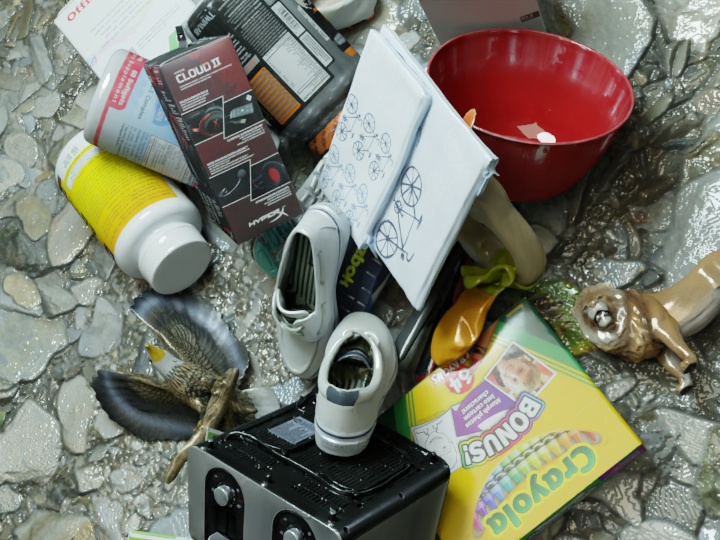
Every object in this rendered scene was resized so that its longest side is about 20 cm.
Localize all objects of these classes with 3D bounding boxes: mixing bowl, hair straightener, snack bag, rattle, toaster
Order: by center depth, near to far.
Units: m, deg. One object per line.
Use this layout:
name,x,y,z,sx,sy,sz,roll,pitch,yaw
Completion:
toaster,-0.033,0.203,0.921,0.180,0.199,0.120,22,114,32
rattle,0.078,-0.032,0.935,0.142,0.200,0.131,-33,51,0
snack bag,0.033,-0.088,0.936,0.201,0.021,0.190,56,139,33
mixing bowl,0.157,-0.138,1.006,0.198,0.109,0.201,2,42,-2
hair straightener,0.073,0.007,1.035,0.076,0.041,0.202,27,83,-15

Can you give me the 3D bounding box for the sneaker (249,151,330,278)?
sneaker,-0.048,-0.073,1.108,0.200,0.091,0.078,-41,104,-17

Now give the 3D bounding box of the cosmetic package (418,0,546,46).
cosmetic package,0.115,-0.290,1.041,0.112,0.200,0.082,-19,67,15

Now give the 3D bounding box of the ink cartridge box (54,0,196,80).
ink cartridge box,-0.256,-0.278,1.248,0.145,0.087,0.200,-43,65,3

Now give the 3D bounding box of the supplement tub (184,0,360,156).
supplement tub,-0.080,-0.227,1.104,0.122,0.123,0.200,-43,99,3

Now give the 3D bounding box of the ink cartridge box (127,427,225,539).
ink cartridge box,-0.154,0.263,1.003,0.075,0.148,0.202,-1,72,25

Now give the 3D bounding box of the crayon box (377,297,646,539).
crayon box,0.134,0.158,0.971,0.200,0.058,0.173,-40,64,6

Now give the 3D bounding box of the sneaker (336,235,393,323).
sneaker,0.000,0.000,1.073,0.074,0.082,0.201,38,109,10

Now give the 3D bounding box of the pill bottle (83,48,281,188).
pill bottle,-0.192,-0.154,1.129,0.198,0.109,0.110,22,80,-12

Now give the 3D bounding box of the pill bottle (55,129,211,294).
pill bottle,-0.254,-0.068,1.168,0.109,0.109,0.200,-44,63,3

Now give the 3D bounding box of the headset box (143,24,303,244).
headset box,-0.141,-0.141,1.005,0.074,0.149,0.202,-26,107,-11

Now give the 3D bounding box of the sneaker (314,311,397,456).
sneaker,0.001,0.084,0.943,0.072,0.201,0.071,10,118,-1

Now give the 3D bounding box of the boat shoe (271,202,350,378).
boat shoe,-0.061,0.029,1.017,0.073,0.067,0.202,21,122,24

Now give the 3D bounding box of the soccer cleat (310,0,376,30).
soccer cleat,-0.073,-0.280,1.181,0.199,0.078,0.070,-32,65,10

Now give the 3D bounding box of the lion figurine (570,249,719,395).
lion figurine,0.303,0.030,0.948,0.199,0.073,0.123,-27,52,-4

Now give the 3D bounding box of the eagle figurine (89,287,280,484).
eagle figurine,-0.187,0.115,1.093,0.151,0.153,0.199,-20,23,-28
